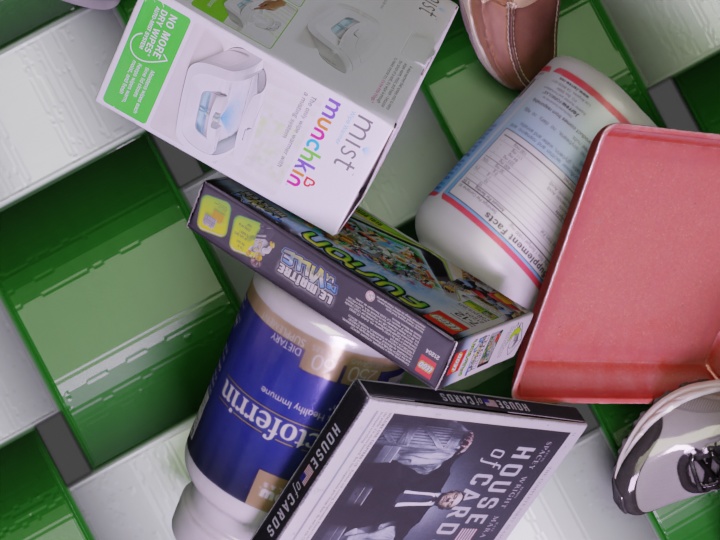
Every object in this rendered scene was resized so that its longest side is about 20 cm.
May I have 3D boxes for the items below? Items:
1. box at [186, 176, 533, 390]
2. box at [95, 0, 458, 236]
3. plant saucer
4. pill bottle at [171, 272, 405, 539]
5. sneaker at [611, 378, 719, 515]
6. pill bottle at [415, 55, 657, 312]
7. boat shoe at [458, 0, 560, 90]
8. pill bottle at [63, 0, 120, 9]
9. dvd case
[{"bbox_3d":[0.000,0.000,1.060,0.199,0.110,0.035,32,112,22],"label":"box"},{"bbox_3d":[-0.046,-0.145,1.095,0.176,0.200,0.097,29,123,-3],"label":"box"},{"bbox_3d":[0.202,-0.005,1.127,0.198,0.037,0.201,3,117,-30],"label":"plant saucer"},{"bbox_3d":[-0.048,0.099,1.104,0.115,0.116,0.201,22,110,-2],"label":"pill bottle"},{"bbox_3d":[0.263,0.113,1.157,0.199,0.079,0.074,-27,127,-3],"label":"sneaker"},{"bbox_3d":[0.109,-0.040,1.150,0.109,0.109,0.200,43,87,-1],"label":"pill bottle"},{"bbox_3d":[0.112,-0.213,1.141,0.076,0.071,0.201,-34,126,-35],"label":"boat shoe"},{"bbox_3d":[-0.185,-0.290,1.142,0.112,0.113,0.202,19,86,-2],"label":"pill bottle"},{"bbox_3d":[0.039,0.140,1.090,0.199,0.025,0.151,11,121,-40],"label":"dvd case"}]
